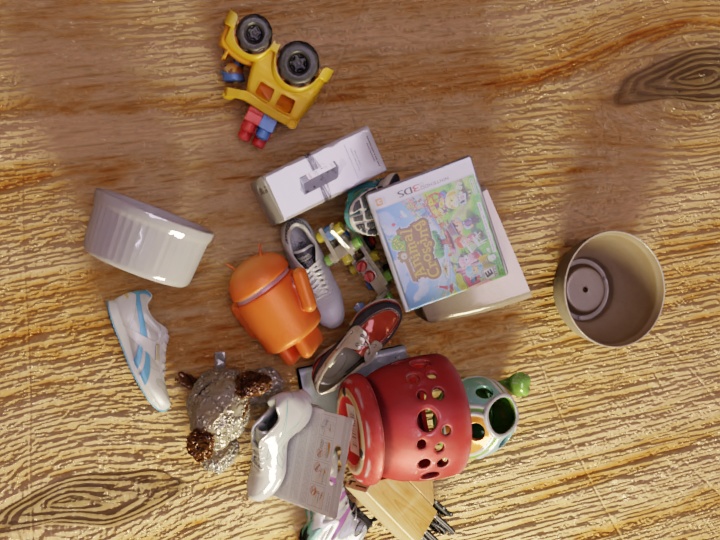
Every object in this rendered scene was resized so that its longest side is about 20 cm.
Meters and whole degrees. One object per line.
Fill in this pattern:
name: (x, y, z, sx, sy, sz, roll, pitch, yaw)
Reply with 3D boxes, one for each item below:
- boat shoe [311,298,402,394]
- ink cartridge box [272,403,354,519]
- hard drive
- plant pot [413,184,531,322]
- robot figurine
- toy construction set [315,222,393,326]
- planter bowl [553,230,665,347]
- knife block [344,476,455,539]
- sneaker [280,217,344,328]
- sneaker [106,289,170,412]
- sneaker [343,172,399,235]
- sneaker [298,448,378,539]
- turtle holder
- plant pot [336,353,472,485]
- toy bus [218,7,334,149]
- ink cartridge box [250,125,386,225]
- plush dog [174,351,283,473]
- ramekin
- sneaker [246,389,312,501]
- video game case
boat shoe: (-0.006, 0.127, 1.623, 0.199, 0.063, 0.071, -42, 109, 17)
ink cartridge box: (-0.080, 0.304, 1.613, 0.050, 0.198, 0.165, 13, 85, -47)
hard drive: (-0.005, 0.220, 1.714, 0.196, 0.033, 0.143, -11, 92, -14)
plant pot: (0.154, -0.016, 1.688, 0.174, 0.200, 0.203, -25, 95, -4)
robot figurine: (-0.140, 0.055, 1.631, 0.116, 0.143, 0.202, -36, 100, -19)
toy construction set: (0.000, 0.000, 1.672, 0.090, 0.131, 0.203, -16, 102, 17)
planter bowl: (0.428, 0.034, 1.780, 0.196, 0.135, 0.205, 0, 89, -15)
knife block: (0.073, 0.428, 1.682, 0.197, 0.063, 0.180, -3, 90, -38)
sneaker: (-0.083, 0.007, 1.670, 0.075, 0.080, 0.203, -27, 97, -8)
sneaker: (-0.345, 0.132, 1.605, 0.080, 0.076, 0.204, -22, 96, -16)
sneaker: (0.010, -0.108, 1.652, 0.078, 0.200, 0.079, -3, 107, 20)
sneaker: (-0.025, 0.402, 1.688, 0.137, 0.078, 0.204, 9, 98, -16)
turtle holder: (0.219, 0.254, 1.716, 0.183, 0.131, 0.144, 1, 79, -34)
plant pot: (0.062, 0.246, 1.607, 0.179, 0.200, 0.205, -6, 90, -18)
toy bus: (-0.168, -0.313, 1.644, 0.198, 0.136, 0.194, 29, 98, -10)
ink cartridge box: (-0.073, -0.156, 1.646, 0.197, 0.144, 0.085, -26, 96, -13)
plush dog: (-0.225, 0.217, 1.584, 0.160, 0.172, 0.201, 38, 81, -10)
ramekin: (-0.339, -0.049, 1.551, 0.197, 0.200, 0.099, 21, 91, -13)
sneaker: (-0.152, 0.282, 1.601, 0.079, 0.070, 0.204, 9, 107, -49)
video game case: (0.123, -0.058, 1.577, 0.179, 0.022, 0.204, -19, 99, 2)
